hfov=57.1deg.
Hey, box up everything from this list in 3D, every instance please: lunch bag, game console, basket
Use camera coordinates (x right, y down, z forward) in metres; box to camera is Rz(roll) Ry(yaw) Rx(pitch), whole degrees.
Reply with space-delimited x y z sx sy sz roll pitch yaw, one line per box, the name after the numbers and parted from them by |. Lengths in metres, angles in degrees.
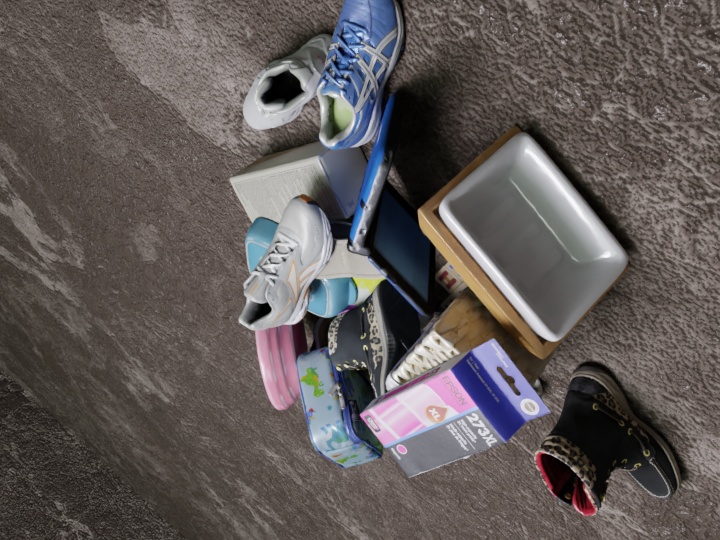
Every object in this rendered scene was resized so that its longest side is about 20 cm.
-0.028 0.207 1.017 0.200 0.082 0.161 59 -165 -59 | lunch bag
0.058 -0.080 0.748 0.118 0.200 0.171 17 122 -4 | game console
0.147 0.094 0.784 0.136 0.200 0.123 41 137 9 | basket

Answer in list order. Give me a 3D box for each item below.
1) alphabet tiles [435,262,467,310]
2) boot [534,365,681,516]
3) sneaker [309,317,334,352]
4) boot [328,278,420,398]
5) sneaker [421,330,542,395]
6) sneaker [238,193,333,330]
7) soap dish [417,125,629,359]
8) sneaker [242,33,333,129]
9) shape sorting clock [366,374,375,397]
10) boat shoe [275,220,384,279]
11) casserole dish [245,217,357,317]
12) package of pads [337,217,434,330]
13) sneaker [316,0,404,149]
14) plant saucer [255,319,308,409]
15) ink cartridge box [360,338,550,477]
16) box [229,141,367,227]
0.185 0.032 0.856 0.166 0.006 0.200 43 142 6 | alphabet tiles
0.299 0.235 0.804 0.200 0.151 0.073 54 142 -8 | boot
-0.075 0.153 1.162 0.108 0.070 0.200 15 134 34 | sneaker
0.021 0.128 0.882 0.154 0.073 0.204 -33 59 55 | boot
0.153 0.133 0.906 0.200 0.077 0.081 31 125 -10 | sneaker
-0.099 0.000 0.831 0.076 0.092 0.200 35 125 27 | sneaker
0.171 -0.030 0.706 0.200 0.157 0.081 50 159 -3 | soap dish
-0.107 -0.227 0.836 0.200 0.099 0.078 -22 106 51 | sneaker
0.091 0.229 1.091 0.200 0.039 0.200 17 124 28 | shape sorting clock
-0.024 -0.029 0.864 0.200 0.063 0.073 9 113 36 | boat shoe
-0.097 0.002 0.960 0.200 0.039 0.121 29 141 21 | casserole dish
0.000 0.000 0.956 0.200 0.068 0.155 13 131 36 | package of pads
-0.004 -0.225 0.741 0.076 0.077 0.200 21 124 21 | sneaker
-0.119 0.115 1.041 0.051 0.201 0.201 -9 124 2 | plant saucer
0.093 0.152 0.706 0.200 0.037 0.095 -37 91 40 | ink cartridge box
-0.082 -0.119 0.923 0.200 0.078 0.095 -2 122 45 | box
